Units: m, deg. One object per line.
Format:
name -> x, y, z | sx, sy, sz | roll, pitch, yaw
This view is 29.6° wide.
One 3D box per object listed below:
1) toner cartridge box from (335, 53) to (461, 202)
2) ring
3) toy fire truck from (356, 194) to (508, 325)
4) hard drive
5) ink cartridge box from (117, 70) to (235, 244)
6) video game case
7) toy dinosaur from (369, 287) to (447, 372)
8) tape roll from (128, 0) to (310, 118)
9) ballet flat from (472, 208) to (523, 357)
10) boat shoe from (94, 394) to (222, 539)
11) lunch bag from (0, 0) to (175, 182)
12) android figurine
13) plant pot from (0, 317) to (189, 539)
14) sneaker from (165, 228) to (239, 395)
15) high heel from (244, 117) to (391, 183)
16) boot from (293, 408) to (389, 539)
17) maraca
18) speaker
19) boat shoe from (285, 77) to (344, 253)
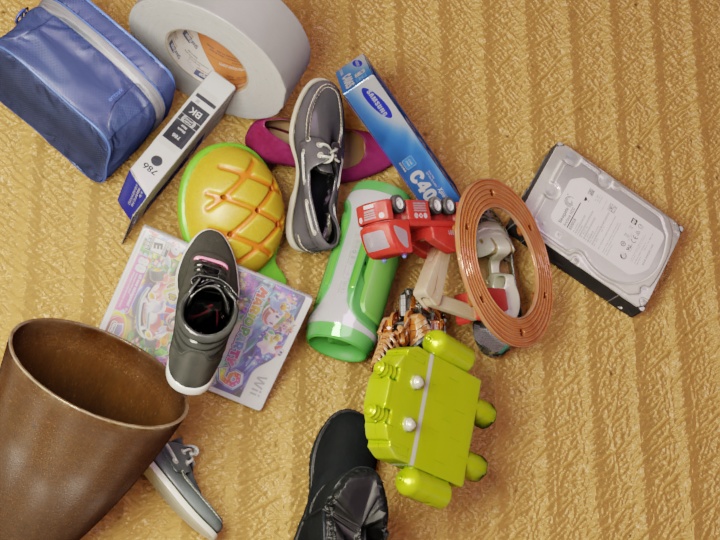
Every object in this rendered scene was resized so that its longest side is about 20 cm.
toner cartridge box -> 0.047, -0.152, 1.589 | 0.043, 0.095, 0.200 | -34, 114, 7
ring -> 0.163, -0.008, 1.567 | 0.200, 0.019, 0.201 | 25, 58, -48
toy fire truck -> 0.081, -0.009, 1.523 | 0.200, 0.049, 0.141 | -1, 80, -49
hard drive -> 0.296, -0.052, 1.713 | 0.200, 0.038, 0.140 | 34, 65, -5
ink cartridge box -> -0.218, -0.127, 1.530 | 0.039, 0.099, 0.200 | 36, 64, -4
video game case -> -0.172, 0.053, 1.490 | 0.200, 0.018, 0.143 | 23, 101, -10
toy dinosaur -> 0.050, 0.090, 1.531 | 0.200, 0.102, 0.136 | -13, 96, -45
tape roll -> -0.159, -0.259, 1.537 | 0.200, 0.200, 0.066 | 32, 66, -7
ballet flat -> 0.163, 0.001, 1.634 | 0.072, 0.072, 0.201 | -1, 73, -19
boat shoe -> -0.203, 0.196, 1.446 | 0.062, 0.073, 0.200 | -38, 82, -21
lunch bag -> -0.308, -0.216, 1.508 | 0.200, 0.136, 0.132 | 42, 65, -1
android figurine -> 0.073, 0.154, 1.444 | 0.200, 0.041, 0.182 | 32, 63, -43
plant pot -> -0.295, 0.181, 1.350 | 0.187, 0.187, 0.200 | 25, 107, -10
sneaker -> -0.151, 0.019, 1.386 | 0.071, 0.099, 0.200 | 15, 50, -12
high heel -> -0.038, -0.147, 1.598 | 0.200, 0.096, 0.068 | -6, 74, -20
boot -> -0.009, 0.229, 1.447 | 0.076, 0.168, 0.200 | 23, 67, -10
maraca -> -0.141, -0.044, 1.529 | 0.137, 0.107, 0.200 | -15, 98, -36
speaker -> 0.000, 0.000, 1.570 | 0.088, 0.088, 0.200 | 22, 67, -11
boat shoe -> -0.039, -0.118, 1.544 | 0.073, 0.063, 0.200 | 5, 92, -37
